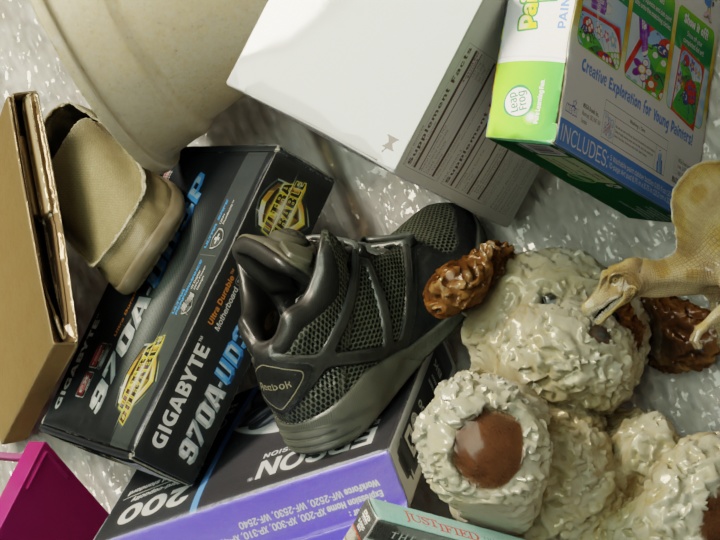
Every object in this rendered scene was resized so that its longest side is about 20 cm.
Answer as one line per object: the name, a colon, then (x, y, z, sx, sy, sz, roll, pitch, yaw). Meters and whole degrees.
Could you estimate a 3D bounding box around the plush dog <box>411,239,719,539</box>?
plush dog: (0.108, 0.070, 1.150, 0.160, 0.200, 0.172, 143, 139, -63)

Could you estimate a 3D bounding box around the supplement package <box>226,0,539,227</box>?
supplement package: (0.033, -0.107, 1.151, 0.114, 0.200, 0.110, 29, 94, 21)

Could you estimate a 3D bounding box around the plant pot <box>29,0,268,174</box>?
plant pot: (-0.083, -0.187, 1.248, 0.183, 0.200, 0.201, -26, 68, 11)

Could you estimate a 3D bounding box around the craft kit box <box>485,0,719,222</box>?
craft kit box: (0.141, -0.141, 1.134, 0.049, 0.200, 0.198, 9, 83, 30)

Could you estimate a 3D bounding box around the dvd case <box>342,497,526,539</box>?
dvd case: (0.020, 0.214, 1.112, 0.200, 0.146, 0.022, -59, 29, 23)

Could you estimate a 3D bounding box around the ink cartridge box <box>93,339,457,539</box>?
ink cartridge box: (-0.052, 0.121, 1.195, 0.198, 0.200, 0.043, -21, 112, 22)

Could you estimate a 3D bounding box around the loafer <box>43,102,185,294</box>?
loafer: (-0.162, -0.048, 1.297, 0.076, 0.067, 0.200, -57, 25, 9)

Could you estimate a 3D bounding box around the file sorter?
file sorter: (-0.241, 0.220, 1.253, 0.125, 0.139, 0.200, 0, 51, 32)

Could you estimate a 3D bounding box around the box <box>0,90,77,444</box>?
box: (-0.215, 0.004, 1.318, 0.200, 0.021, 0.164, 130, 130, -61)

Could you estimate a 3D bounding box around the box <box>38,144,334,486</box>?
box: (-0.106, 0.022, 1.256, 0.159, 0.046, 0.200, 6, 69, 63)

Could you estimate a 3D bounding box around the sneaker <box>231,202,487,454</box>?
sneaker: (0.000, 0.000, 1.183, 0.076, 0.114, 0.199, -4, 33, 43)

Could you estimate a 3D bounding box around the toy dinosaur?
toy dinosaur: (0.210, -0.020, 1.127, 0.200, 0.058, 0.101, -40, 100, -24)
